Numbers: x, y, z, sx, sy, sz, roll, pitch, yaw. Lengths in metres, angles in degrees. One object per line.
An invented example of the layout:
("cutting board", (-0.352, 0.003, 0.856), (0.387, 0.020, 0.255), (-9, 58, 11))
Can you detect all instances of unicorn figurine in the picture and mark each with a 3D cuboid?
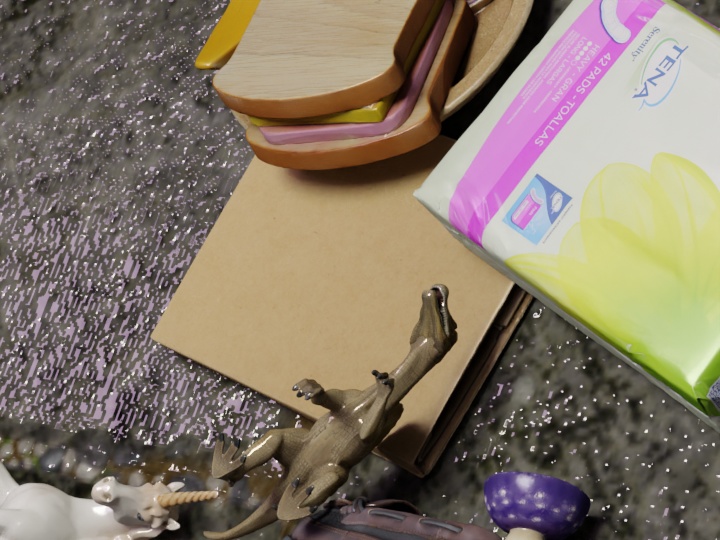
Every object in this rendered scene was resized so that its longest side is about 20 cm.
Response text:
("unicorn figurine", (-0.180, 0.148, 1.512), (0.200, 0.137, 0.074), (-59, 18, 21))

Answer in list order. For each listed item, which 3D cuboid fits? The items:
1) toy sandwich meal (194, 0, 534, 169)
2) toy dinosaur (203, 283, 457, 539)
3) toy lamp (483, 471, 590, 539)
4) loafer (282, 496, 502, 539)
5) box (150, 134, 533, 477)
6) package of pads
("toy sandwich meal", (-0.002, -0.140, 1.546), (0.205, 0.070, 0.205), (-16, 49, 20))
("toy dinosaur", (-0.021, 0.092, 1.412), (0.200, 0.101, 0.058), (-46, 72, 26))
("toy lamp", (0.061, 0.194, 1.348), (0.058, 0.058, 0.200), (-2, 61, 34))
("loafer", (0.021, 0.136, 1.362), (0.063, 0.072, 0.200), (-53, 16, -6))
("box", (0.000, 0.000, 1.518), (0.200, 0.021, 0.164), (23, 80, 40))
("package of pads", (0.146, -0.037, 1.394), (0.200, 0.068, 0.155), (38, 87, 34))
